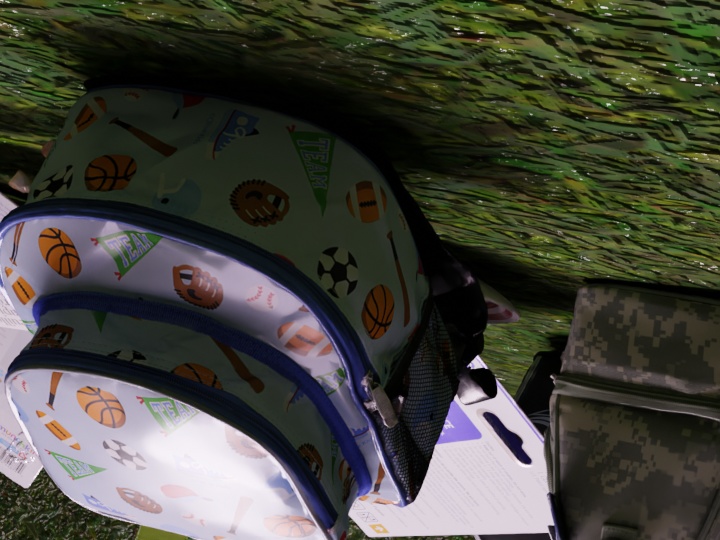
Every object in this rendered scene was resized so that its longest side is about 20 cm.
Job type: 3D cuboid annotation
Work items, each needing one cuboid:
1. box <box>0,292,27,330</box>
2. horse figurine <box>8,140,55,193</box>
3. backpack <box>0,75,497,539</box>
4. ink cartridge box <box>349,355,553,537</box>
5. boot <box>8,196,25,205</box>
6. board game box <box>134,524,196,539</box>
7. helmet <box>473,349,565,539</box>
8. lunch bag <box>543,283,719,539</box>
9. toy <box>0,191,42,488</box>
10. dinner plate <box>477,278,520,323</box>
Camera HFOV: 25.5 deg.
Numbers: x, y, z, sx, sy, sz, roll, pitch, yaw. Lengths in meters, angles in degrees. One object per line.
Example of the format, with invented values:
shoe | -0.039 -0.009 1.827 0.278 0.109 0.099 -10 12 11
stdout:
box | -0.219 -0.002 0.812 0.199 0.042 0.039 7 145 30
horse figurine | -0.111 -0.018 0.823 0.132 0.050 0.200 30 170 -3
backpack | -0.061 0.018 0.652 0.199 0.154 0.191 4 137 19
ink cartridge box | 0.037 0.096 0.992 0.199 0.043 0.198 -8 133 39
boot | -0.188 0.000 0.988 0.199 0.072 0.155 9 -175 -30
board game box | -0.045 0.072 0.801 0.047 0.201 0.102 7 152 21
helmet | 0.187 0.171 1.200 0.190 0.201 0.200 25 174 9
lunch bag | 0.193 0.110 0.920 0.139 0.169 0.200 6 170 33
toy | -0.198 0.035 0.929 0.115 0.047 0.200 37 128 -4
dinner plate | 0.000 0.000 0.959 0.199 0.024 0.200 11 171 2
